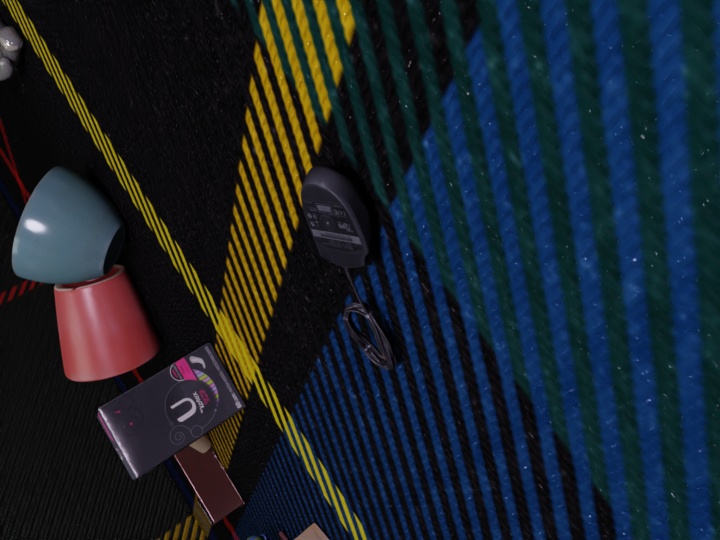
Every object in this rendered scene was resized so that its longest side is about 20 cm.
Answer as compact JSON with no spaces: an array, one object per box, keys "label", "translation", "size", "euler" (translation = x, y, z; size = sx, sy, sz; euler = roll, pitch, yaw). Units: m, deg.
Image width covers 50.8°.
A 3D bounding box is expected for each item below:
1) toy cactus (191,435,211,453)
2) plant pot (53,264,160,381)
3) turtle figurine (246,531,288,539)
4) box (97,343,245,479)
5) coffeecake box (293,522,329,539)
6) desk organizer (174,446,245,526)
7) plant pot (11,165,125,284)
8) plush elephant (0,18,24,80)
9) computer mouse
[{"label":"toy cactus","translation":[-0.371,0.314,1.592],"size":[0.199,0.103,0.166],"euler":[13,147,54]},{"label":"plant pot","translation":[-0.512,0.095,1.508],"size":[0.199,0.198,0.181],"euler":[16,121,56]},{"label":"turtle figurine","translation":[-0.160,0.574,1.350],"size":[0.192,0.146,0.199],"euler":[30,-171,17]},{"label":"box","translation":[-0.301,0.224,1.208],"size":[0.124,0.198,0.106],"euler":[57,155,3]},{"label":"coffeecake box","translation":[-0.042,0.520,1.185],"size":[0.153,0.072,0.203],"euler":[37,147,38]},{"label":"desk organizer","translation":[-0.341,0.450,1.664],"size":[0.202,0.076,0.072],"euler":[56,154,9]},{"label":"plant pot","translation":[-0.485,-0.061,1.307],"size":[0.132,0.203,0.201],"euler":[20,152,-5]},{"label":"plush elephant","translation":[-0.706,-0.396,1.364],"size":[0.166,0.153,0.200],"euler":[57,154,6]},{"label":"computer mouse","translation":[0.000,0.000,0.618],"size":[0.058,0.034,0.203],"euler":[14,136,35]}]
